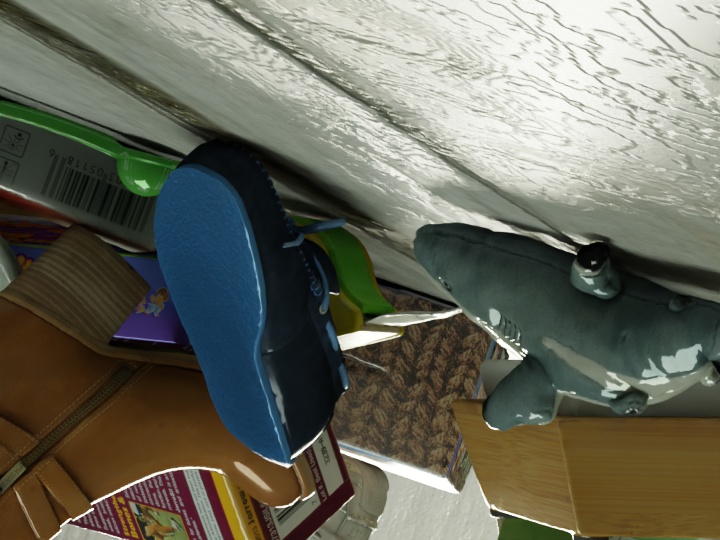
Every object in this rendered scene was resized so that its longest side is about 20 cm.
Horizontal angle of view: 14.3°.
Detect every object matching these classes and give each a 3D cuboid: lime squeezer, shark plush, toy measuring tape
[{"bbox_3d":[-0.103,-0.029,1.408,0.200,0.071,0.038,50,-175,-11],"label":"lime squeezer"},{"bbox_3d":[0.102,0.023,1.204,0.200,0.091,0.083,21,147,57],"label":"shark plush"},{"bbox_3d":[0.000,0.000,1.423,0.200,0.074,0.073,-14,154,38],"label":"toy measuring tape"}]

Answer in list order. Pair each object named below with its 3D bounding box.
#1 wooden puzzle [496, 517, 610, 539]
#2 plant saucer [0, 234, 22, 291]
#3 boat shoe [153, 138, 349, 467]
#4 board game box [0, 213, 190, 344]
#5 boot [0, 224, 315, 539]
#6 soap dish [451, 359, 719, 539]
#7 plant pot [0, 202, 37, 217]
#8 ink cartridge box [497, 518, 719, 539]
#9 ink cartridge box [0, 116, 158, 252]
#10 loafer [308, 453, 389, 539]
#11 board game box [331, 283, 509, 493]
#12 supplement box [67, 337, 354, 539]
[{"bbox_3d":[0.168,0.151,1.507,0.199,0.186,0.037,4,149,-18],"label":"wooden puzzle"},{"bbox_3d":[-0.265,-0.012,1.470,0.199,0.050,0.200,5,142,4],"label":"plant saucer"},{"bbox_3d":[-0.048,0.005,1.350,0.084,0.069,0.200,33,151,26],"label":"boat shoe"},{"bbox_3d":[-0.152,0.003,1.575,0.199,0.045,0.134,5,-173,12],"label":"board game box"},{"bbox_3d":[-0.128,0.095,1.443,0.200,0.155,0.077,47,162,-28],"label":"boot"},{"bbox_3d":[0.141,0.084,1.363,0.157,0.082,0.200,1,180,-12],"label":"soap dish"},{"bbox_3d":[-0.219,0.016,1.721,0.200,0.201,0.027,24,139,-40],"label":"plant pot"},{"bbox_3d":[0.143,0.136,1.465,0.145,0.200,0.048,19,146,0],"label":"ink cartridge box"},{"bbox_3d":[-0.193,-0.055,1.512,0.162,0.050,0.200,21,171,-14],"label":"ink cartridge box"},{"bbox_3d":[-0.077,0.128,1.776,0.200,0.070,0.070,16,174,32],"label":"loafer"},{"bbox_3d":[-0.001,0.062,1.755,0.159,0.097,0.200,18,175,7],"label":"board game box"},{"bbox_3d":[-0.113,0.089,1.622,0.200,0.086,0.111,10,128,41],"label":"supplement box"}]
